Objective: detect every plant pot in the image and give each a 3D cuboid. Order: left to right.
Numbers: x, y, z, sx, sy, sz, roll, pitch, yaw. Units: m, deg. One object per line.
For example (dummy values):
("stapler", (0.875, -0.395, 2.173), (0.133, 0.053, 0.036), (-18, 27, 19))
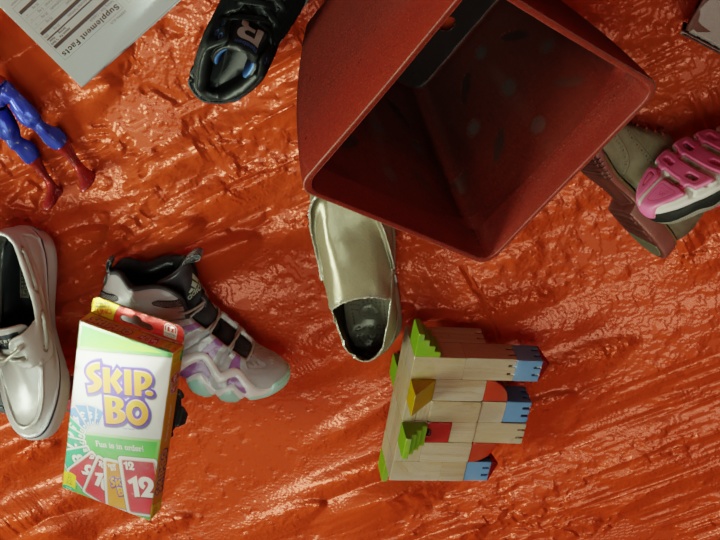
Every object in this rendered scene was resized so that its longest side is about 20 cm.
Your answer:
("plant pot", (0.064, -0.157, 0.964), (0.200, 0.177, 0.200), (20, 124, -38))

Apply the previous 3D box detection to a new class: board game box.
("board game box", (-0.218, 0.127, 1.149), (0.095, 0.030, 0.201), (17, 113, 13))

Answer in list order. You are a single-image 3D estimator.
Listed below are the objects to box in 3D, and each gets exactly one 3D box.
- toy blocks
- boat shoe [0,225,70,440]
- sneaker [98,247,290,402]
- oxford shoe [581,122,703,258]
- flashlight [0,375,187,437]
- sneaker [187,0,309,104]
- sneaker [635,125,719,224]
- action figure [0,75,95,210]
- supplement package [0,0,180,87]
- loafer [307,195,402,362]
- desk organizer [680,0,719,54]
("toy blocks", (0.102, 0.132, 1.223), (0.136, 0.100, 0.201), (3, 122, -12))
("boat shoe", (-0.313, 0.059, 1.157), (0.072, 0.066, 0.201), (3, 93, 18))
("sneaker", (-0.152, 0.040, 1.180), (0.199, 0.078, 0.140), (14, 122, -6))
("oxford shoe", (0.226, -0.106, 1.086), (0.075, 0.070, 0.200), (-42, 112, -3))
("flashlight", (-0.271, 0.118, 1.210), (0.199, 0.068, 0.068), (8, 121, 23))
("sneaker", (-0.071, -0.213, 0.996), (0.073, 0.112, 0.200), (26, 120, -14))
("sneaker", (0.325, -0.080, 1.055), (0.200, 0.074, 0.088), (-30, 125, -10))
("action figure", (-0.311, -0.133, 1.073), (0.065, 0.099, 0.200), (-25, 115, 16))
("supplement package", (-0.215, -0.280, 0.939), (0.150, 0.152, 0.200), (-35, 114, 22))
("loafer", (0.000, 0.000, 1.151), (0.075, 0.068, 0.201), (-11, 121, 10))
("desk organizer", (0.358, -0.177, 0.982), (0.200, 0.072, 0.077), (29, 112, 6))
